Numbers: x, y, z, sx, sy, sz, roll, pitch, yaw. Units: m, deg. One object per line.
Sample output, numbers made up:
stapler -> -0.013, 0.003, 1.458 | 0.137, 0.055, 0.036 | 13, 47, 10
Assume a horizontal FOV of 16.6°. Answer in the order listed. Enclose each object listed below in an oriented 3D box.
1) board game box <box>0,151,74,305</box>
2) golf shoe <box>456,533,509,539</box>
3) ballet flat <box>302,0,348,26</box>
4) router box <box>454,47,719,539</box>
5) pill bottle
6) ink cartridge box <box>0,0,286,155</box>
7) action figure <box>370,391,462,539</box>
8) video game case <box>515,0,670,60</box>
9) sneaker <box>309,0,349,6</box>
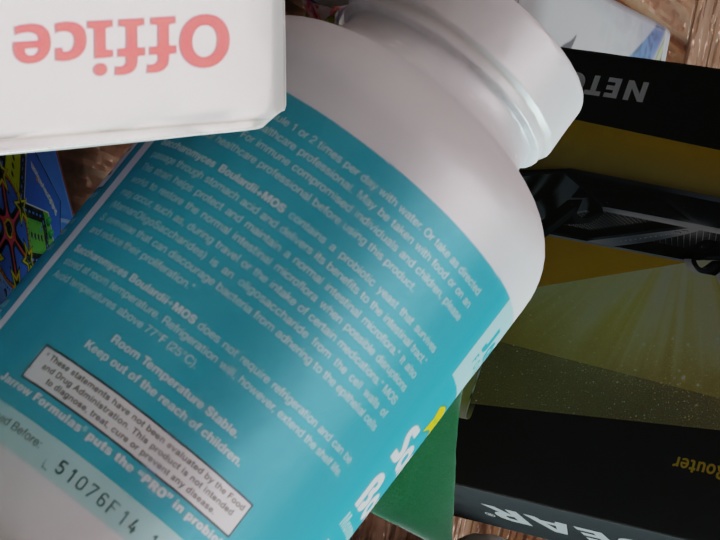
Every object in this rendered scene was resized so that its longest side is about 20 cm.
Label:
board game box -> -0.123, -0.036, 0.645 | 0.103, 0.019, 0.201 | -45, 136, -42
golf shoe -> 0.016, 0.183, 0.897 | 0.092, 0.072, 0.201 | 52, 55, -52
ballet flat -> 0.017, -0.137, 0.811 | 0.201, 0.064, 0.076 | -59, 160, -31
router box -> 0.109, 0.015, 0.801 | 0.052, 0.199, 0.158 | 42, 63, -55
pill bottle -> -0.026, 0.011, 0.653 | 0.200, 0.111, 0.111 | -52, 143, -13
ink cartridge box -> -0.097, -0.129, 0.539 | 0.145, 0.084, 0.201 | -7, 102, -34
action figure -> 0.000, 0.000, 0.769 | 0.055, 0.117, 0.201 | 90, 18, -52
video game case -> 0.055, -0.011, 0.918 | 0.182, 0.022, 0.201 | 12, 88, -60
sneaker -> 0.015, -0.148, 0.741 | 0.201, 0.114, 0.073 | -51, 167, -33
